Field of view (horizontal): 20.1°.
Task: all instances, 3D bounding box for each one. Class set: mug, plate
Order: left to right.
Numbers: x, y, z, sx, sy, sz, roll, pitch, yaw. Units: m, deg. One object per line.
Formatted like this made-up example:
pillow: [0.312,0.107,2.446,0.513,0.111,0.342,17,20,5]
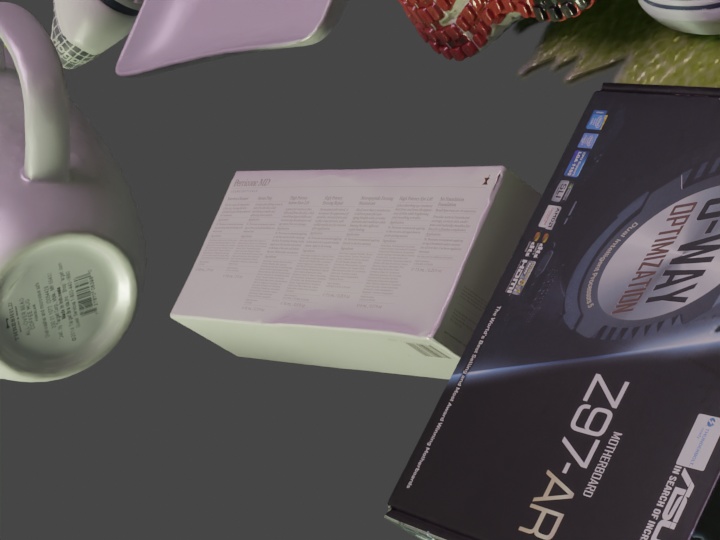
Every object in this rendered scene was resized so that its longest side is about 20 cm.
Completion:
mug: [-0.190,-0.045,1.087,0.175,0.147,0.200,45,134,48]
plate: [-0.042,-0.198,1.162,0.199,0.032,0.200,-2,60,51]

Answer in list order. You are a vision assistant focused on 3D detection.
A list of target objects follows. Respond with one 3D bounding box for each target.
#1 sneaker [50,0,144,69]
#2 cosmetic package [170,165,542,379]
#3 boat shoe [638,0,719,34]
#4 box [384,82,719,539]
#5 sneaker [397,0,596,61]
sneaker: [-0.174,-0.218,1.319,0.081,0.076,0.200,-45,31,33]
cosmetic package: [0.000,0.000,0.916,0.200,0.051,0.083,3,67,53]
boat shoe: [0.181,-0.152,0.803,0.200,0.062,0.072,-19,48,45]
box: [0.110,0.028,0.754,0.160,0.043,0.200,13,72,56]
sneaker: [0.075,-0.151,0.947,0.082,0.078,0.200,-36,19,-24]
